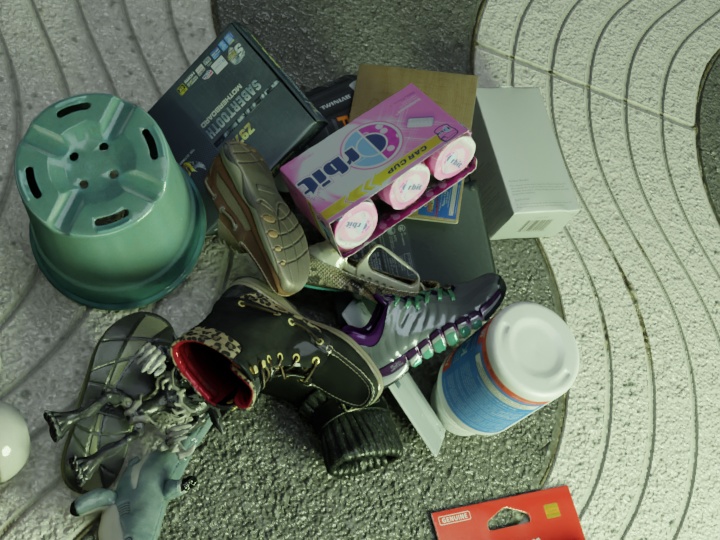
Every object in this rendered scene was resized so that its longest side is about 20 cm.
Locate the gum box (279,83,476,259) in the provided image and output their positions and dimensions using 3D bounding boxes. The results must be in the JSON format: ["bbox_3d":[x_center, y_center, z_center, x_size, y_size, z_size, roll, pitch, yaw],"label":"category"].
[{"bbox_3d":[0.025,-0.117,1.100,0.199,0.066,0.114,-34,51,-10],"label":"gum box"}]

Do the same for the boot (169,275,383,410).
[{"bbox_3d":[-0.083,0.096,0.978,0.199,0.073,0.151,38,29,5],"label":"boot"}]

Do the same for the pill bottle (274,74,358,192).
[{"bbox_3d":[-0.037,-0.185,1.244,0.199,0.106,0.107,-30,79,-30],"label":"pill bottle"}]

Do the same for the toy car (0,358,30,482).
[{"bbox_3d":[-0.415,0.129,0.914,0.174,0.150,0.201,-18,73,-27],"label":"toy car"}]

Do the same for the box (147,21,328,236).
[{"bbox_3d":[-0.160,-0.164,1.146,0.158,0.200,0.051,50,15,6],"label":"box"}]

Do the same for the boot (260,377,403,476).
[{"bbox_3d":[-0.058,0.153,1.086,0.209,0.079,0.159,-3,67,-24],"label":"boot"}]

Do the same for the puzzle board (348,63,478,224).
[{"bbox_3d":[0.056,-0.154,1.175,0.149,0.017,0.202,8,69,6],"label":"puzzle board"}]

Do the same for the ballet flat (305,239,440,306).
[{"bbox_3d":[0.000,0.000,1.119,0.198,0.076,0.068,20,21,-6],"label":"ballet flat"}]

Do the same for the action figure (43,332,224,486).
[{"bbox_3d":[-0.203,0.135,0.971,0.199,0.102,0.120,-27,91,-26],"label":"action figure"}]

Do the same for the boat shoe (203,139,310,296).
[{"bbox_3d":[-0.117,-0.049,1.066,0.075,0.072,0.201,19,39,-50],"label":"boat shoe"}]

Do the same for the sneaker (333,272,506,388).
[{"bbox_3d":[0.067,0.046,1.069,0.199,0.074,0.088,-35,105,-9],"label":"sneaker"}]

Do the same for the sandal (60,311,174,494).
[{"bbox_3d":[-0.264,0.135,1.030,0.079,0.057,0.202,28,73,-17],"label":"sandal"}]

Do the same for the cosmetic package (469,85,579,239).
[{"bbox_3d":[0.212,-0.150,1.343,0.112,0.081,0.202,-3,65,-23],"label":"cosmetic package"}]

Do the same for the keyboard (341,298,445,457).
[{"bbox_3d":[0.040,0.124,1.134,0.201,0.011,0.056,57,28,-7],"label":"keyboard"}]

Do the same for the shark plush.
[{"bbox_3d":[-0.198,0.227,0.994,0.200,0.083,0.092,-42,117,-49],"label":"shark plush"}]

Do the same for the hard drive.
[{"bbox_3d":[0.058,-0.019,1.172,0.198,0.033,0.141,-12,92,0],"label":"hard drive"}]

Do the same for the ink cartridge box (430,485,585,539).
[{"bbox_3d":[0.195,0.344,1.114,0.198,0.045,0.178,-5,69,-24],"label":"ink cartridge box"}]

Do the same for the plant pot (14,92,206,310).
[{"bbox_3d":[-0.265,-0.077,1.019,0.198,0.196,0.202,2,75,-7],"label":"plant pot"}]

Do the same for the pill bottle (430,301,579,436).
[{"bbox_3d":[0.154,0.123,1.114,0.111,0.200,0.113,9,62,-18],"label":"pill bottle"}]
